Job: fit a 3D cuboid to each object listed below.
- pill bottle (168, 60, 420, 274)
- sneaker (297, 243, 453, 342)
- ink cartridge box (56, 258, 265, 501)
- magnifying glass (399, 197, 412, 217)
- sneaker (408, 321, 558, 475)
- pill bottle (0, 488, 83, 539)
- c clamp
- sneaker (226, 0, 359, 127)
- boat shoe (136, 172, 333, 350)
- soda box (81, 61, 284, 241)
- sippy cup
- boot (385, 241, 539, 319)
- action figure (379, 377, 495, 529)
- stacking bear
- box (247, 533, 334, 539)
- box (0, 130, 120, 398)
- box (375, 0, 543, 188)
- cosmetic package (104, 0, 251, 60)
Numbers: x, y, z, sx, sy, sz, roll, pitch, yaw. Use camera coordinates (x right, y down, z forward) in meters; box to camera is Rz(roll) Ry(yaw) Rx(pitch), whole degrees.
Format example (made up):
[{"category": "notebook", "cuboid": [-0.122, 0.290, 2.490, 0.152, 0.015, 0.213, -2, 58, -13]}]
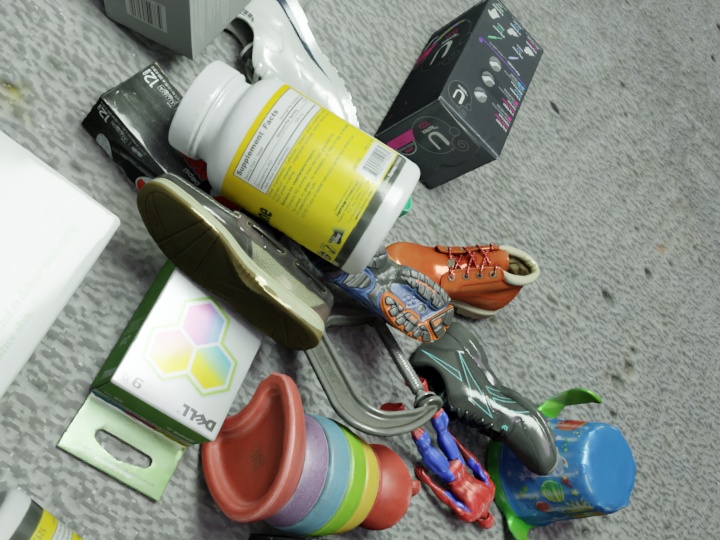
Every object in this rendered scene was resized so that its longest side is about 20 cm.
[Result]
[{"category": "pill bottle", "cuboid": [-0.058, -0.092, 0.646, 0.199, 0.113, 0.113, 32, 58, -2]}, {"category": "sneaker", "cuboid": [0.000, 0.000, 0.745, 0.200, 0.078, 0.075, 46, 74, -12]}, {"category": "ink cartridge box", "cuboid": [-0.161, 0.086, 0.654, 0.104, 0.059, 0.201, 37, 58, -22]}, {"category": "magnifying glass", "cuboid": [0.006, -0.100, 0.800, 0.200, 0.022, 0.080, 3, 60, -63]}, {"category": "sneaker", "cuboid": [0.133, 0.152, 0.827, 0.079, 0.076, 0.200, -29, 65, -26]}, {"category": "pill bottle", "cuboid": [-0.212, 0.261, 0.532, 0.200, 0.114, 0.114, 46, 55, -16]}, {"category": "c clamp", "cuboid": [0.020, 0.084, 0.749, 0.170, 0.027, 0.200, 9, 37, -31]}, {"category": "sneaker", "cuboid": [-0.076, -0.204, 0.802, 0.080, 0.076, 0.201, -32, 89, -30]}, {"category": "boat shoe", "cuboid": [-0.103, -0.013, 0.649, 0.201, 0.072, 0.066, 44, 45, -17]}, {"category": "soda box", "cuboid": [-0.162, -0.087, 0.701, 0.200, 0.063, 0.071, 51, 54, -13]}, {"category": "sippy cup", "cuboid": [0.239, 0.230, 0.865, 0.139, 0.130, 0.179, 0, 78, -36]}, {"category": "boot", "cuboid": [0.110, -0.004, 0.848, 0.199, 0.107, 0.075, 12, 60, -33]}, {"category": "action figure", "cuboid": [0.095, 0.209, 0.817, 0.065, 0.052, 0.200, -43, 108, -31]}, {"category": "stacking bear", "cuboid": [-0.029, 0.191, 0.694, 0.200, 0.121, 0.114, 28, 30, -41]}, {"category": "box", "cuboid": [0.017, 0.290, 0.662, 0.199, 0.164, 0.087, 18, 67, -31]}, {"category": "box", "cuboid": [-0.314, 0.000, 0.495, 0.200, 0.171, 0.200, 39, 58, -21]}, {"category": "box", "cuboid": [0.124, -0.219, 0.914, 0.106, 0.122, 0.201, 40, 57, -21]}, {"category": "cosmetic package", "cuboid": [-0.155, -0.314, 0.739, 0.106, 0.090, 0.200, 26, 60, 5]}]
